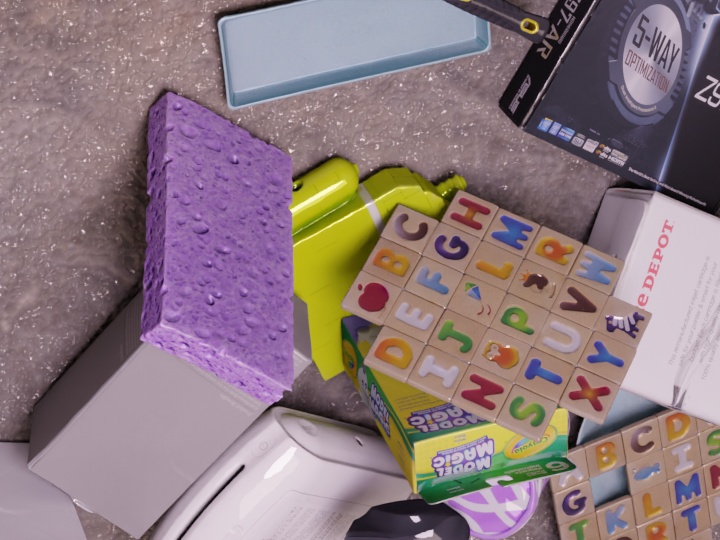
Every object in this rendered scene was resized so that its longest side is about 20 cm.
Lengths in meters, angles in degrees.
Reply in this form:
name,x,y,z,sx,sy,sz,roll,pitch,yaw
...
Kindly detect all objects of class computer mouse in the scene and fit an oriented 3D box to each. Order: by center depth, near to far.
name,x,y,z,sx,sy,sz,roll,pitch,yaw
computer mouse,-0.019,0.205,1.435,0.198,0.034,0.059,-14,128,1

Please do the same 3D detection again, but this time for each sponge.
name,x,y,z,sx,sy,sz,roll,pitch,yaw
sponge,-0.094,-0.017,1.372,0.111,0.202,0.030,28,134,-33

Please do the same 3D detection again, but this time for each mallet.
name,x,y,z,sx,sy,sz,roll,pitch,yaw
mallet,0.038,-0.191,1.400,0.199,0.041,0.066,28,97,-23

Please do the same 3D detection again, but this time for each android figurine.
name,x,y,z,sx,sy,sz,roll,pitch,yaw
android figurine,0.000,0.000,1.509,0.199,0.041,0.183,-31,124,-3

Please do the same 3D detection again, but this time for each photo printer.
name,x,y,z,sx,sy,sz,roll,pitch,yaw
photo printer,-0.064,0.182,1.521,0.167,0.070,0.200,-49,152,12

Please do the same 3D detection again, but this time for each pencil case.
name,x,y,z,sx,sy,sz,roll,pitch,yaw
pencil case,0.106,0.134,1.531,0.085,0.200,0.084,33,105,4

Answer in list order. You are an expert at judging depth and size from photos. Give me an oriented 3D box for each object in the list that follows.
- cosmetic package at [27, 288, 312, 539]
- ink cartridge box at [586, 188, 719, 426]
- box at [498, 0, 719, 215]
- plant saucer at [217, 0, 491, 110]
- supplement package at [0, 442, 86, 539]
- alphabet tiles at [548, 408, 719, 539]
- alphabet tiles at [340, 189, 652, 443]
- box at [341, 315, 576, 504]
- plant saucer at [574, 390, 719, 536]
name,x,y,z,sx,sy,sz,roll,pitch,yaw
cosmetic package,-0.136,0.082,1.448,0.107,0.090,0.200,38,112,-23
ink cartridge box,0.262,0.037,1.575,0.198,0.083,0.147,21,89,-21
box,0.224,-0.146,1.517,0.199,0.044,0.161,22,108,-30
plant saucer,-0.004,-0.167,1.428,0.198,0.019,0.071,-14,122,-14
supplement package,-0.315,0.241,1.451,0.189,0.147,0.202,5,116,-24
alphabet tiles,0.254,0.186,1.689,0.198,0.008,0.168,-21,122,-11
alphabet tiles,0.095,0.028,1.420,0.167,0.198,0.006,-59,167,-33
box,0.067,0.089,1.441,0.116,0.200,0.049,-12,123,-13
plant saucer,0.260,0.126,1.688,0.199,0.039,0.203,-10,121,-16
